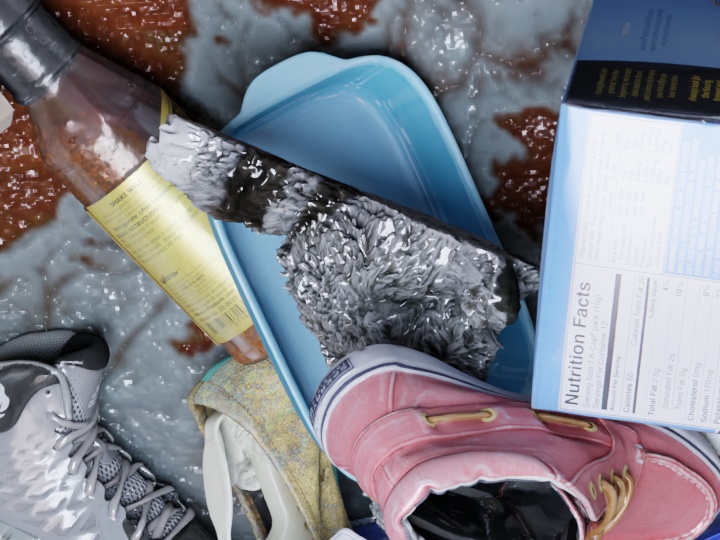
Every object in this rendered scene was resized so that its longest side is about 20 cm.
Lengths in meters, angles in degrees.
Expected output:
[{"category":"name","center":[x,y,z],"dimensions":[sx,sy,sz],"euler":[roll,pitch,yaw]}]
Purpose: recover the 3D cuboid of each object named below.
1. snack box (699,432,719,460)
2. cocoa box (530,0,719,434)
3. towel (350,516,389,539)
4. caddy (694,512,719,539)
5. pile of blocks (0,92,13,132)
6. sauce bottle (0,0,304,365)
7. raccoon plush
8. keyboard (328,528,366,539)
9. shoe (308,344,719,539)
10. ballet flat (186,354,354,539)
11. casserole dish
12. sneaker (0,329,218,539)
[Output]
[{"category":"snack box","center":[0.180,0.049,1.257],"dimensions":[0.200,0.116,0.037],"euler":[-10,114,14]},{"category":"cocoa box","center":[0.146,-0.030,1.171],"dimensions":[0.131,0.200,0.134],"euler":[7,111,7]},{"category":"towel","center":[0.031,0.210,1.413],"dimensions":[0.145,0.024,0.200],"euler":[-15,112,15]},{"category":"caddy","center":[0.144,0.133,1.268],"dimensions":[0.200,0.141,0.105],"euler":[-20,129,-30]},{"category":"pile of blocks","center":[-0.219,-0.027,1.274],"dimensions":[0.062,0.082,0.200],"euler":[49,129,5]},{"category":"sauce bottle","center":[-0.098,-0.046,1.283],"dimensions":[0.066,0.066,0.200],"euler":[-36,107,23]},{"category":"raccoon plush","center":[-0.014,0.032,1.217],"dimensions":[0.200,0.097,0.134],"euler":[24,95,9]},{"category":"keyboard","center":[-0.030,0.173,1.311],"dimensions":[0.056,0.011,0.200],"euler":[37,139,-6]},{"category":"shoe","center":[0.077,0.092,1.136],"dimensions":[0.200,0.091,0.072],"euler":[17,113,-32]},{"category":"ballet flat","center":[-0.030,0.133,1.335],"dimensions":[0.071,0.071,0.200],"euler":[-18,96,17]},{"category":"casserole dish","center":[0.000,0.000,1.269],"dimensions":[0.121,0.039,0.200],"euler":[-29,102,-23]},{"category":"sneaker","center":[-0.122,0.093,1.347],"dimensions":[0.200,0.075,0.116],"euler":[24,114,3]}]
